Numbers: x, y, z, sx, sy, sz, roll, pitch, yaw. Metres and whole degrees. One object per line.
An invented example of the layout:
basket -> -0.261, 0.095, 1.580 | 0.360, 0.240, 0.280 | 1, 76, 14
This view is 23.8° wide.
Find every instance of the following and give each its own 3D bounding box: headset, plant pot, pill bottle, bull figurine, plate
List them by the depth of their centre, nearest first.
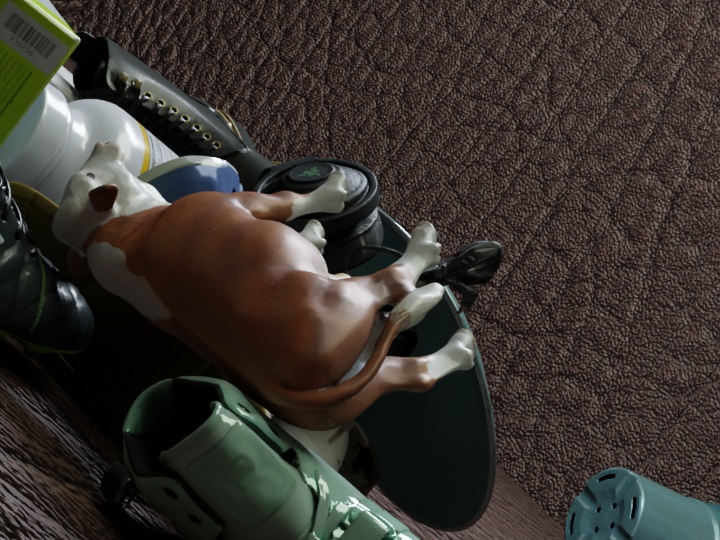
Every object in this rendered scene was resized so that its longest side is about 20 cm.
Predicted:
bull figurine -> -0.044, 0.001, 0.722 | 0.200, 0.120, 0.066 | 40, -42, 42
headset -> 0.000, 0.000, 0.871 | 0.200, 0.093, 0.125 | -174, -112, -74
plate -> 0.022, 0.048, 0.948 | 0.200, 0.025, 0.202 | 44, -35, 42
pill bottle -> -0.142, -0.029, 0.995 | 0.200, 0.104, 0.104 | 40, 2, -42
plant pot -> 0.405, 0.384, 2.412 | 0.195, 0.201, 0.200 | 32, 6, -29

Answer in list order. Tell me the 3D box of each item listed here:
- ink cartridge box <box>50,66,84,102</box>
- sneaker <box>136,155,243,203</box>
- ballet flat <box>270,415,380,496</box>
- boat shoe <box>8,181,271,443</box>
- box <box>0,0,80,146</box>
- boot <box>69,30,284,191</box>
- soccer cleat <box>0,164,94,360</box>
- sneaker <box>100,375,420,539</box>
ink cartridge box -> -0.226, -0.099, 1.217 | 0.200, 0.084, 0.146 | 43, 1, -34
sneaker -> -0.080, 0.044, 0.903 | 0.200, 0.080, 0.116 | 85, -9, -57
ballet flat -> -0.029, 0.101, 0.907 | 0.071, 0.071, 0.200 | 42, 1, 14
boat shoe -> -0.107, 0.029, 0.805 | 0.200, 0.073, 0.065 | 42, 7, 23
box -> -0.203, -0.094, 0.866 | 0.048, 0.122, 0.200 | 37, 3, -20
boot -> -0.121, -0.079, 1.128 | 0.138, 0.078, 0.200 | 37, 2, -35
soccer cleat -> -0.172, -0.034, 0.705 | 0.200, 0.081, 0.068 | 41, 1, -36
sneaker -> -0.020, 0.109, 0.630 | 0.200, 0.074, 0.118 | 29, -15, 46
